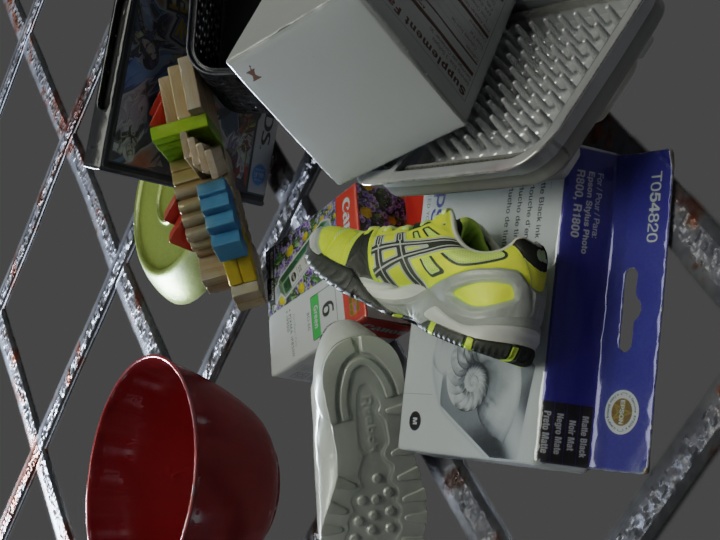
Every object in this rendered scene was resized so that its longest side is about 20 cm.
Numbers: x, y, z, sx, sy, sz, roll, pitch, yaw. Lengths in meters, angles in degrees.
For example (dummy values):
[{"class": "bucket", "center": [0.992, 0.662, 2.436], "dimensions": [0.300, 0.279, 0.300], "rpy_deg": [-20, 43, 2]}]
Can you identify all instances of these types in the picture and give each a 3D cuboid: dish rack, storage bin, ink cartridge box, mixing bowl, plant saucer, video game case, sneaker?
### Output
[{"class": "dish rack", "center": [0.098, -0.110, 0.969], "dimensions": [0.172, 0.044, 0.200], "rpy_deg": [-55, 25, -21]}, {"class": "storage bin", "center": [-0.053, -0.231, 1.184], "dimensions": [0.094, 0.134, 0.201], "rpy_deg": [52, -140, -75]}, {"class": "ink cartridge box", "center": [0.000, 0.000, 1.134], "dimensions": [0.200, 0.050, 0.110], "rpy_deg": [-35, 53, 49]}, {"class": "mixing bowl", "center": [-0.135, 0.174, 1.243], "dimensions": [0.200, 0.108, 0.202], "rpy_deg": [-21, 64, 53]}, {"class": "plant saucer", "center": [-0.168, -0.069, 1.440], "dimensions": [0.200, 0.031, 0.201], "rpy_deg": [-23, 62, 52]}, {"class": "video game case", "center": [-0.133, -0.157, 1.258], "dimensions": [0.025, 0.199, 0.182], "rpy_deg": [11, 90, 36]}, {"class": "sneaker", "center": [0.045, -0.001, 0.965], "dimensions": [0.199, 0.075, 0.077], "rpy_deg": [22, 91, 44]}, {"class": "sneaker", "center": [-0.001, 0.135, 1.071], "dimensions": [0.080, 0.076, 0.202], "rpy_deg": [-151, 60, -70]}, {"class": "ink cartridge box", "center": [0.105, 0.024, 0.962], "dimensions": [0.199, 0.040, 0.201], "rpy_deg": [-5, 77, 54]}]

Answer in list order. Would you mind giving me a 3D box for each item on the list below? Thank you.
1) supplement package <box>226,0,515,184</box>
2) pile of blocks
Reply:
[{"class": "supplement package", "center": [0.019, -0.177, 1.003], "dimensions": [0.117, 0.117, 0.201], "rpy_deg": [-22, 32, 39]}, {"class": "pile of blocks", "center": [-0.130, -0.061, 1.183], "dimensions": [0.082, 0.062, 0.201], "rpy_deg": [-52, -54, -83]}]
